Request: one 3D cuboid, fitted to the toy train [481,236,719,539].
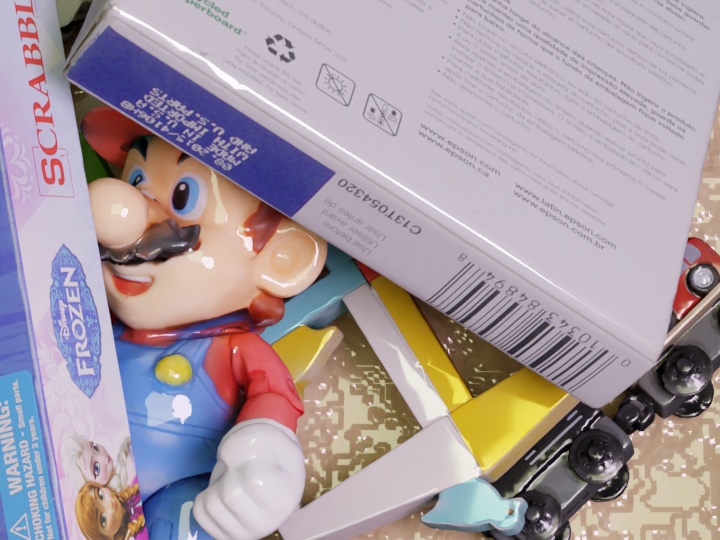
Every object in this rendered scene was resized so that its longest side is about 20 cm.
[{"bbox_3d":[0.109,0.015,0.911,0.200,0.034,0.046,-44,70,-7],"label":"toy train"}]

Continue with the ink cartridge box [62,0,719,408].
[{"bbox_3d":[0.023,-0.083,0.873,0.196,0.043,0.200,32,44,-14],"label":"ink cartridge box"}]

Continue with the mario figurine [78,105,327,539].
[{"bbox_3d":[-0.073,0.027,0.844,0.123,0.106,0.200,11,84,-2],"label":"mario figurine"}]

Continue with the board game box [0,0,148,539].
[{"bbox_3d":[-0.167,0.015,0.851,0.199,0.041,0.200,-16,81,32],"label":"board game box"}]

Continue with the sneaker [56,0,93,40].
[{"bbox_3d":[-0.119,-0.067,0.915,0.200,0.076,0.116,-12,80,8],"label":"sneaker"}]

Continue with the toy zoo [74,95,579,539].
[{"bbox_3d":[0.000,0.000,0.903,0.131,0.020,0.200,-33,73,2],"label":"toy zoo"}]
